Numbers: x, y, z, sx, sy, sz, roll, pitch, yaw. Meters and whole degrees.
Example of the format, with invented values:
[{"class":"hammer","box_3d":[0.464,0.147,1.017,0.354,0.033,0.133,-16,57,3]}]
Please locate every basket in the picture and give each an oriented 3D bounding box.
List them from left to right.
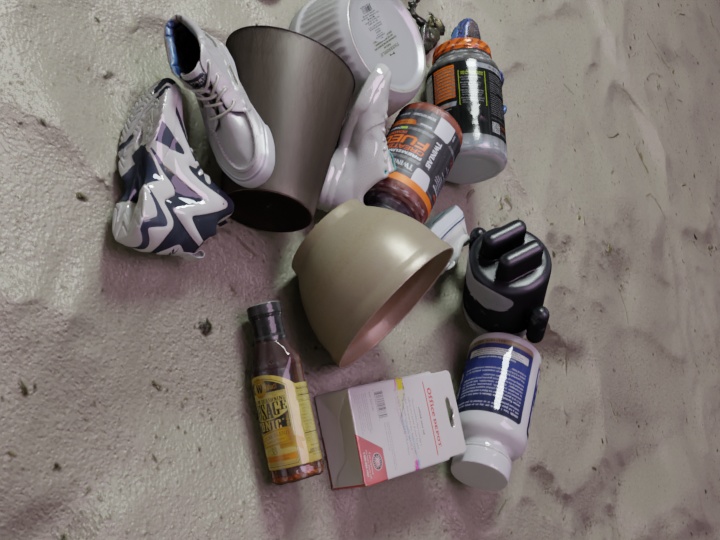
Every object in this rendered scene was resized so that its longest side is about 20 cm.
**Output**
[{"class":"basket","box_3d":[-0.097,-0.161,1.053,0.178,0.135,0.204,22,64,-34]}]

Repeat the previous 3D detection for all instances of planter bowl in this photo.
[{"class":"planter bowl","box_3d":[0.000,0.000,1.066,0.135,0.201,0.199,45,42,11]}]

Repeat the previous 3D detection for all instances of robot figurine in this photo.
[{"class":"robot figurine","box_3d":[0.213,0.018,1.266,0.202,0.122,0.152,88,11,-53]}]

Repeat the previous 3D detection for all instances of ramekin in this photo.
[{"class":"ramekin","box_3d":[0.003,-0.304,1.224,0.198,0.104,0.205,18,64,-41]}]

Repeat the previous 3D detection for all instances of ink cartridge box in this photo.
[{"class":"ink cartridge box","box_3d":[0.043,0.199,1.111,0.198,0.067,0.119,-3,78,-45]}]

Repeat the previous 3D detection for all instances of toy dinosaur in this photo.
[{"class":"toy dinosaur","box_3d":[0.086,-0.372,1.381,0.089,0.047,0.201,53,48,-27]}]

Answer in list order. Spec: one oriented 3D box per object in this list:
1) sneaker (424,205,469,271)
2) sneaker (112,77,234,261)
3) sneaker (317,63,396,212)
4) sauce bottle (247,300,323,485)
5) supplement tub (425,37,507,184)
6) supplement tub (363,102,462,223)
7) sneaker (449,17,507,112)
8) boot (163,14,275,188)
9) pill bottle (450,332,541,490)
[{"class":"sneaker","box_3d":[0.108,-0.028,1.256,0.199,0.072,0.072,-39,100,-46]},{"class":"sneaker","box_3d":[-0.196,-0.102,0.966,0.129,0.079,0.203,28,50,-45]},{"class":"sneaker","box_3d":[0.013,-0.162,1.129,0.087,0.075,0.203,21,96,-4]},{"class":"sauce bottle","box_3d":[-0.092,0.139,0.996,0.065,0.065,0.204,-5,77,-46]},{"class":"supplement tub","box_3d":[0.163,-0.249,1.358,0.121,0.121,0.204,17,65,-41]},{"class":"supplement tub","box_3d":[0.064,-0.129,1.212,0.107,0.106,0.202,42,59,-27]},{"class":"sneaker","box_3d":[0.205,-0.331,1.462,0.074,0.078,0.204,-1,77,-46]},{"class":"boot","box_3d":[-0.163,-0.187,0.955,0.202,0.073,0.095,63,14,24]},{"class":"pill bottle","box_3d":[0.187,0.199,1.229,0.111,0.110,0.203,41,50,-28]}]
